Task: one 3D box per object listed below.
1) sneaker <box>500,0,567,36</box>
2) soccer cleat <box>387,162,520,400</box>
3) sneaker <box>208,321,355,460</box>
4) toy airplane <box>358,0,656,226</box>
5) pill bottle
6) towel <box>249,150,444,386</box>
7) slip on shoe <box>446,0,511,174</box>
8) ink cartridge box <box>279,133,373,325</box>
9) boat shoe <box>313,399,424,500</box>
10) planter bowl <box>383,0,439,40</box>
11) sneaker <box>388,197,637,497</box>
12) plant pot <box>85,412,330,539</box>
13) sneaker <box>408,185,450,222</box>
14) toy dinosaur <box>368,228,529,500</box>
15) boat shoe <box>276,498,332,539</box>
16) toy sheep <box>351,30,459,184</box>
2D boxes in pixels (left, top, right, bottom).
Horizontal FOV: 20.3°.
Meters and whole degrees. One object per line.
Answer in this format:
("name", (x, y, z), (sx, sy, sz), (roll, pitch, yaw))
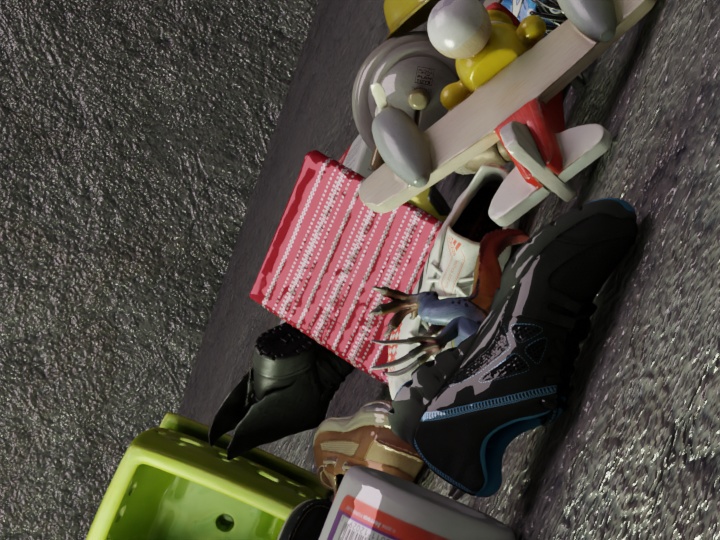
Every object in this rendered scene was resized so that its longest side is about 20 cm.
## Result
("sneaker", (0.139, -0.197, 1.546), (0.089, 0.078, 0.201), (141, 150, -78))
("soccer cleat", (0.069, 0.014, 1.476), (0.085, 0.068, 0.201), (87, -156, -67))
("sneaker", (-0.044, 0.093, 1.792), (0.060, 0.199, 0.105), (36, 132, 38))
("toy airplane", (0.097, -0.128, 1.402), (0.199, 0.141, 0.200), (-5, 44, 57))
("pill bottle", (0.007, 0.227, 1.193), (0.111, 0.111, 0.201), (-163, 94, -82))
("towel", (0.000, 0.000, 1.695), (0.022, 0.200, 0.145), (7, -70, -53))
("slip on shoe", (0.124, -0.163, 1.636), (0.060, 0.076, 0.201), (-5, 45, 36))
("ink cartridge box", (-0.001, -0.026, 1.995), (0.144, 0.083, 0.201), (135, 156, -68))
("boat shoe", (0.001, 0.155, 1.564), (0.200, 0.075, 0.072), (129, 159, -70))
("planter bowl", (0.083, -0.299, 1.819), (0.200, 0.084, 0.200), (-35, 0, 0))
("sneaker", (0.107, 0.046, 1.205), (0.200, 0.082, 0.073), (-52, -30, 14))
("plant pot", (-0.138, 0.250, 1.819), (0.182, 0.199, 0.200), (-71, 4, -77))
("sneaker", (0.010, -0.015, 1.748), (0.090, 0.078, 0.200), (-33, -1, -37))
("toy dinosaur", (0.076, 0.041, 1.343), (0.201, 0.105, 0.181), (-57, 27, -10))
("boat shoe", (-0.033, 0.256, 1.492), (0.066, 0.074, 0.200), (119, 165, -59))
("toy sheep", (0.054, -0.149, 1.804), (0.200, 0.137, 0.139), (-111, 43, -83))
